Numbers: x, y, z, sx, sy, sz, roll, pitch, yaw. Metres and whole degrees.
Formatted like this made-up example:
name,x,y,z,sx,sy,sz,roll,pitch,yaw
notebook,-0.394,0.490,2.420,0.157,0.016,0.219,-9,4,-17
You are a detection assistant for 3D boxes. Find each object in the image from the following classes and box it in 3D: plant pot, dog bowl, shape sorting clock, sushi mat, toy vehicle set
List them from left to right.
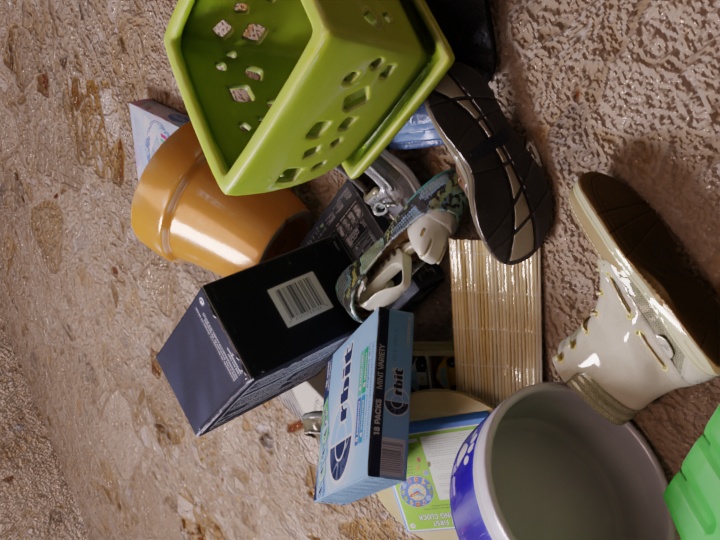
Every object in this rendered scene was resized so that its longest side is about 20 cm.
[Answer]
name,x,y,z,sx,sy,sz,roll,pitch,yaw
plant pot,-0.170,-0.073,1.072,0.182,0.200,0.202,33,133,16
plant pot,-0.043,-0.203,0.733,0.199,0.180,0.202,-47,59,41
shape sorting clock,0.100,0.222,0.892,0.197,0.039,0.204,7,109,21
toy vehicle set,0.110,0.178,0.910,0.122,0.027,0.203,-3,108,18
sushi mat,0.142,0.063,0.837,0.094,0.012,0.203,0,109,16
dog bowl,0.184,0.211,0.741,0.201,0.198,0.079,55,144,16

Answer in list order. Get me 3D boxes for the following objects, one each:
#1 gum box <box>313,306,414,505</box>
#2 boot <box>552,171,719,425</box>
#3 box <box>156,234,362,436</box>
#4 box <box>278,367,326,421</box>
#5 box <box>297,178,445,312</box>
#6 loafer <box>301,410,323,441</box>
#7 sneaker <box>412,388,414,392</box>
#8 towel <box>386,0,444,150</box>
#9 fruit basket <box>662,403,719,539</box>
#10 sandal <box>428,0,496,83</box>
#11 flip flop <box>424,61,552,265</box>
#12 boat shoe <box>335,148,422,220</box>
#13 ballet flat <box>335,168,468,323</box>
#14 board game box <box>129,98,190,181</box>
name,x,y,z,sx,sy,sz,roll,pitch,yaw
gum box,0.001,0.155,0.875,0.200,0.044,0.173,130,148,-61
boot,0.220,0.029,0.717,0.202,0.071,0.155,58,144,14
box,-0.114,0.078,0.964,0.124,0.198,0.198,58,141,12
box,-0.077,0.154,1.149,0.199,0.068,0.083,39,134,35
box,0.000,0.000,0.992,0.159,0.051,0.200,58,141,15
loafer,0.010,0.237,1.002,0.198,0.070,0.075,27,162,-1
sneaker,0.044,0.176,1.001,0.199,0.078,0.090,-31,81,53
towel,0.045,-0.228,0.827,0.111,0.048,0.203,5,111,49
fruit basket,0.350,0.181,0.579,0.215,0.153,0.220,172,90,-66
sandal,0.091,-0.268,0.742,0.074,0.045,0.202,2,126,18
flip flop,0.120,-0.103,0.779,0.202,0.080,0.058,61,178,-4
boat shoe,0.003,-0.108,0.879,0.202,0.065,0.074,49,164,-15
ballet flat,0.052,-0.017,0.851,0.200,0.074,0.075,-48,68,25
board game box,-0.299,-0.154,1.298,0.198,0.043,0.203,28,128,40
